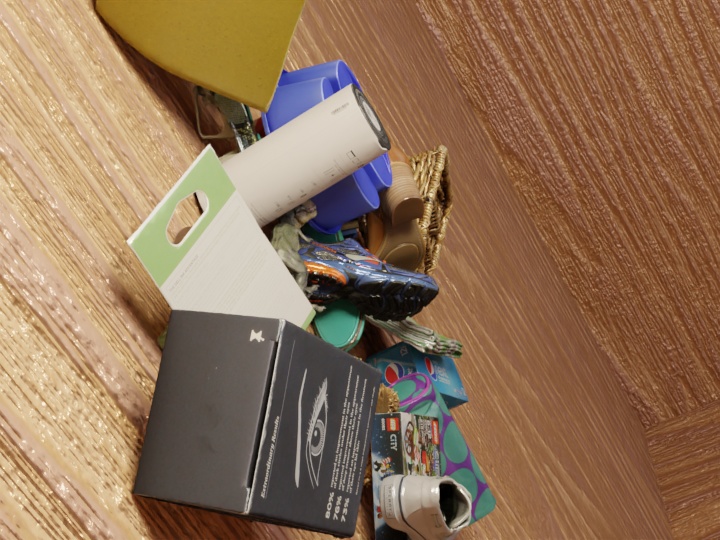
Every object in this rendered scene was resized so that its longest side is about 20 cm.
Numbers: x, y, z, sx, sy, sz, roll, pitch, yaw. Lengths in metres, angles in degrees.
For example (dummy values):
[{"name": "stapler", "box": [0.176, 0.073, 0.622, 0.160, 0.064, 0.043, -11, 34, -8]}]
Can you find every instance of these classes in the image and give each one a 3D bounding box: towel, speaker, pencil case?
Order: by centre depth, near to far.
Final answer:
[{"name": "speaker", "box": [-0.072, -0.109, 1.275, 0.081, 0.199, 0.081, 55, 14, -20]}, {"name": "pencil case", "box": [0.089, 0.226, 1.512, 0.085, 0.092, 0.201, -42, 114, -37]}, {"name": "towel", "box": [0.054, 0.065, 1.588, 0.149, 0.031, 0.200, 30, 3, 17]}]

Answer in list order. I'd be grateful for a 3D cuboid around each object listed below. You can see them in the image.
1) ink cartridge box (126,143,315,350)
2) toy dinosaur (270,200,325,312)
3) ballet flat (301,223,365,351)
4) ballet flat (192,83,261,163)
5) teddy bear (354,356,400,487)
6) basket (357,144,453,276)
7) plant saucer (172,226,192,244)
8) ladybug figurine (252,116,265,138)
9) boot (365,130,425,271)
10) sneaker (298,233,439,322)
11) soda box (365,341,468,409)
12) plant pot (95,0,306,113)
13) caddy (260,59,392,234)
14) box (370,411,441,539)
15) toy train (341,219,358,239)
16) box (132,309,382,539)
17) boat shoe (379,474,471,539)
[{"name": "ink cartridge box", "box": [-0.129, 0.013, 1.083, 0.201, 0.048, 0.146, 58, 42, -26]}, {"name": "toy dinosaur", "box": [-0.072, 0.000, 1.274, 0.088, 0.047, 0.200, 59, 22, -21]}, {"name": "ballet flat", "box": [-0.032, 0.018, 1.476, 0.071, 0.067, 0.201, 72, 3, -62]}, {"name": "ballet flat", "box": [-0.140, -0.145, 1.358, 0.201, 0.074, 0.074, 67, 16, 5]}, {"name": "teddy bear", "box": [-0.004, 0.163, 1.358, 0.200, 0.066, 0.146, 3, 81, -74]}, {"name": "basket", "box": [0.076, -0.056, 1.693, 0.200, 0.148, 0.144, 77, -5, -67]}, {"name": "plant saucer", "box": [-0.116, 0.042, 1.208, 0.201, 0.036, 0.201, 56, 17, -28]}, {"name": "ladybug figurine", "box": [-0.072, -0.144, 1.527, 0.136, 0.072, 0.200, 52, 15, 9]}, {"name": "boot", "box": [0.027, -0.087, 1.546, 0.201, 0.073, 0.155, 105, -31, -49]}, {"name": "sneaker", "box": [0.000, 0.000, 1.408, 0.199, 0.075, 0.079, 14, 49, -21]}, {"name": "soda box", "box": [0.078, 0.147, 1.635, 0.200, 0.064, 0.068, 28, 39, -66]}, {"name": "plant pot", "box": [-0.163, -0.314, 1.266, 0.199, 0.196, 0.195, 13, 37, -14]}, {"name": "caddy", "box": [-0.047, -0.140, 1.397, 0.201, 0.104, 0.142, 66, 25, -18]}, {"name": "box", "box": [0.054, 0.257, 1.326, 0.136, 0.037, 0.202, 22, 64, -68]}, {"name": "toy train", "box": [-0.023, -0.068, 1.612, 0.200, 0.034, 0.046, -112, -169, -83]}, {"name": "box", "box": [-0.075, 0.126, 0.985, 0.200, 0.104, 0.149, 37, 61, -60]}, {"name": "boat shoe", "box": [0.083, 0.248, 1.255, 0.200, 0.066, 0.074, 29, 57, -65]}]
